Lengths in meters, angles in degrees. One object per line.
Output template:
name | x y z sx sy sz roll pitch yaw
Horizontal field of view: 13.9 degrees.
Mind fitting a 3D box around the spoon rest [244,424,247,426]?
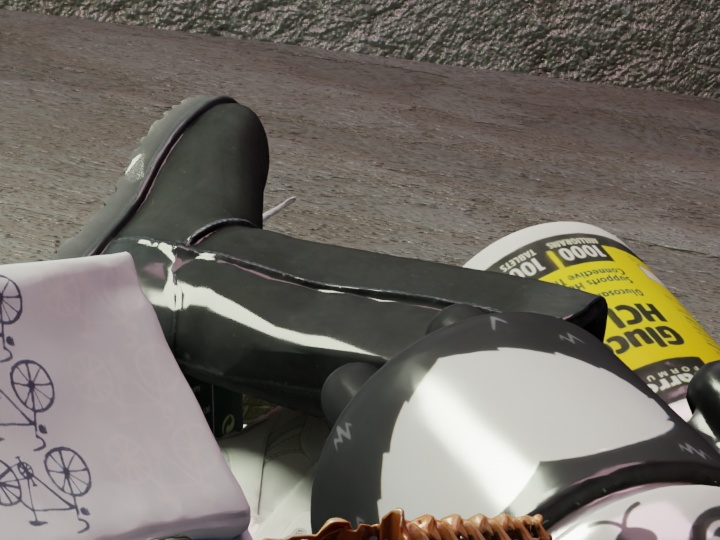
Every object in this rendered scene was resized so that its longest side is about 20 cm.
spoon rest | -0.055 0.084 1.245 0.200 0.061 0.099 17 14 29

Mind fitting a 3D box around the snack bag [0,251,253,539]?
snack bag | -0.089 0.088 0.902 0.021 0.200 0.188 -34 -16 31

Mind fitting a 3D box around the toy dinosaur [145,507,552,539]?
toy dinosaur | -0.025 0.123 0.790 0.200 0.136 0.102 -18 27 -12

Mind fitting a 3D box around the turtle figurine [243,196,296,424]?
turtle figurine | -0.088 0.034 1.371 0.200 0.101 0.150 -8 -18 -24

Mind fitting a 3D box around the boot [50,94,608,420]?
boot | 0.000 0.001 1.123 0.200 0.066 0.165 7 39 22

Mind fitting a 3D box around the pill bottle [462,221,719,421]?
pill bottle | 0.113 0.075 1.225 0.112 0.113 0.200 4 29 -32

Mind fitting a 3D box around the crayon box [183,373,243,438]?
crayon box | -0.163 0.047 1.187 0.200 0.052 0.126 8 17 32

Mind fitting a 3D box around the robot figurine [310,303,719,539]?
robot figurine | 0.060 0.089 0.932 0.125 0.150 0.200 21 16 -36

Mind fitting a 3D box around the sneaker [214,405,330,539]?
sneaker | -0.039 0.078 1.119 0.099 0.075 0.200 17 30 14
